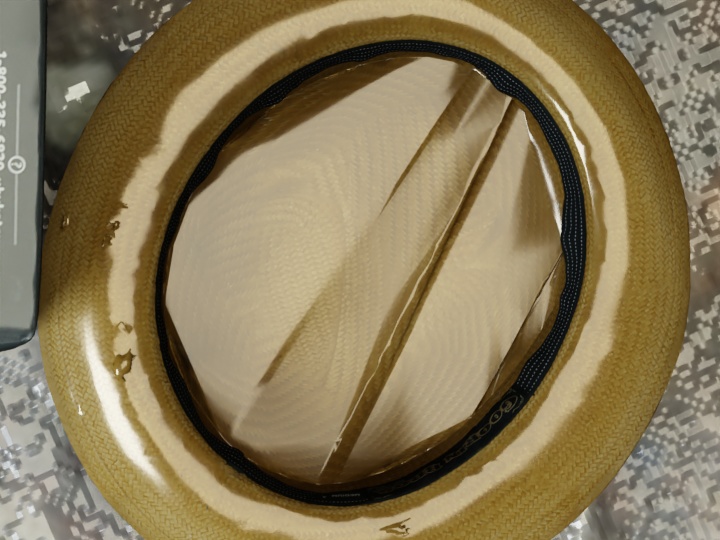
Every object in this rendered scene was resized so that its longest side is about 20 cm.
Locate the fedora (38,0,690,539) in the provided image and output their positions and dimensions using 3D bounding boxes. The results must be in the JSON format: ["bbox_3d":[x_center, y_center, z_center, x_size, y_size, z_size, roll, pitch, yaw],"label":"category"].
[{"bbox_3d":[0.000,0.000,0.881,0.199,0.082,0.202,0,93,-5],"label":"fedora"}]

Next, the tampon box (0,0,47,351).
[{"bbox_3d":[-0.151,-0.053,0.801,0.125,0.200,0.151,1,89,-8],"label":"tampon box"}]
